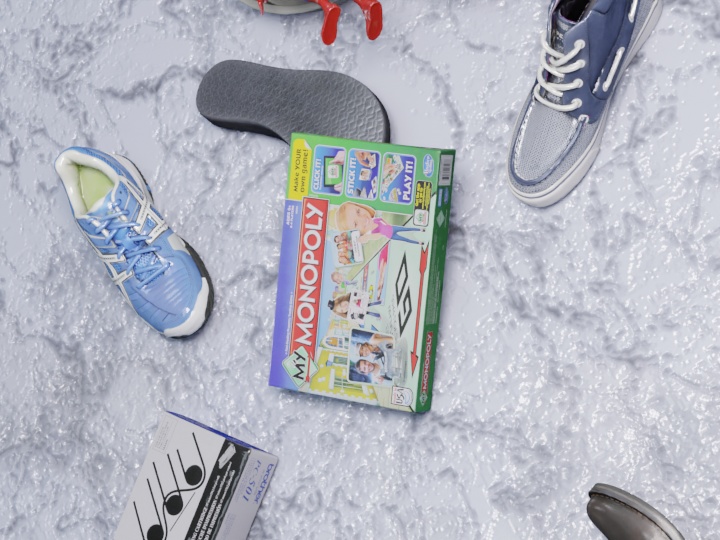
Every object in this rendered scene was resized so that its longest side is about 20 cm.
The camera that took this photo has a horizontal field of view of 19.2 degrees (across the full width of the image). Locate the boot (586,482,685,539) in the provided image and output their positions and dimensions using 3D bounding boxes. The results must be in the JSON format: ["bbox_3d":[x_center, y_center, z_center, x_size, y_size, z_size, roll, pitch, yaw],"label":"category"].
[{"bbox_3d":[0.172,0.261,1.454,0.174,0.069,0.200,-39,62,-5],"label":"boot"}]

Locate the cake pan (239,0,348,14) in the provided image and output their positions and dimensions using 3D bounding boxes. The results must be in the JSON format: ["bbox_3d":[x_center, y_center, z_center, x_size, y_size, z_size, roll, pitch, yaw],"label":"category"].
[{"bbox_3d":[-0.038,-0.303,1.769,0.200,0.037,0.201,-8,73,27],"label":"cake pan"}]

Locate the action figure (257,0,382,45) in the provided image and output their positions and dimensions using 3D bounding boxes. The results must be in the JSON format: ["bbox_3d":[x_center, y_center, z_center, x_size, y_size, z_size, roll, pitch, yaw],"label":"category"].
[{"bbox_3d":[-0.055,-0.238,1.700,0.200,0.065,0.052,50,144,43],"label":"action figure"}]

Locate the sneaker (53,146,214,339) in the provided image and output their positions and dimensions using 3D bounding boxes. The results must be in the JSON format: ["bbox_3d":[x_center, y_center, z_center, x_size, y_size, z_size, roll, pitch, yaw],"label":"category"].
[{"bbox_3d":[-0.192,-0.023,1.751,0.076,0.077,0.200,-43,62,9],"label":"sneaker"}]

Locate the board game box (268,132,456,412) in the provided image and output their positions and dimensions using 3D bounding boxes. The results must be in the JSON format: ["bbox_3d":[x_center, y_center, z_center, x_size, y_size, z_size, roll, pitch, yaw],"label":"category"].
[{"bbox_3d":[0.000,0.000,1.638,0.134,0.029,0.200,8,96,29],"label":"board game box"}]

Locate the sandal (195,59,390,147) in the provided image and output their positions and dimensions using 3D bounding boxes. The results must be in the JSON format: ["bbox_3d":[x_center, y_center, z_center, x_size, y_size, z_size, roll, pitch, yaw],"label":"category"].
[{"bbox_3d":[-0.047,-0.128,1.729,0.200,0.043,0.076,24,80,39],"label":"sandal"}]

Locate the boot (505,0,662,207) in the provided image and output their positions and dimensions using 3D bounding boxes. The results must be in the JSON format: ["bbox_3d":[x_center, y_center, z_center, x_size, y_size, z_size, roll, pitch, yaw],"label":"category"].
[{"bbox_3d":[0.152,-0.150,1.592,0.073,0.090,0.200,24,88,31],"label":"boot"}]

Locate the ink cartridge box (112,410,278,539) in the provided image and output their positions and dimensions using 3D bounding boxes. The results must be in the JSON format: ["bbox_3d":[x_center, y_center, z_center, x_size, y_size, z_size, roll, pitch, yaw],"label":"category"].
[{"bbox_3d":[-0.146,0.221,1.677,0.094,0.044,0.200,20,87,33],"label":"ink cartridge box"}]
